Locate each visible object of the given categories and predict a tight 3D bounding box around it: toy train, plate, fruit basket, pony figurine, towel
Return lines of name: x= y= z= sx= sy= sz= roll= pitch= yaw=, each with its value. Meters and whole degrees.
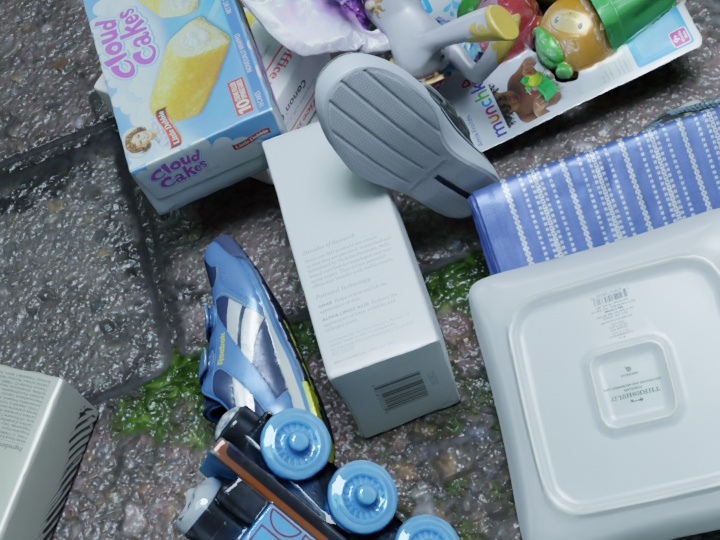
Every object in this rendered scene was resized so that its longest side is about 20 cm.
toy train: x=-0.026 y=0.175 z=0.784 sx=0.200 sy=0.087 sz=0.114 roll=39 pitch=65 yaw=0
plate: x=0.177 y=0.074 z=0.800 sx=0.199 sy=0.032 sz=0.201 roll=-17 pitch=74 yaw=19
fruit basket: x=0.138 y=-0.204 z=0.975 sx=0.199 sy=0.094 sz=0.186 roll=-22 pitch=60 yaw=5
pony figurine: x=0.022 y=-0.194 z=0.927 sx=0.166 sy=0.200 sz=0.194 roll=-26 pitch=82 yaw=-40
towel: x=0.188 y=-0.018 z=0.869 sx=0.199 sy=0.024 sz=0.145 roll=-19 pitch=88 yaw=2

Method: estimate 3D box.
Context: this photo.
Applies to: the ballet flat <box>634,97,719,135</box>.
ballet flat: x=0.274 y=-0.103 z=0.911 sx=0.199 sy=0.074 sz=0.075 roll=-13 pitch=60 yaw=4

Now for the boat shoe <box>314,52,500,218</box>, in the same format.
boat shoe: x=0.025 y=-0.098 z=0.850 sx=0.072 sy=0.200 sz=0.071 roll=-36 pitch=55 yaw=13

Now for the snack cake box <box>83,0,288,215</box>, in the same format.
snack cake box: x=-0.135 y=-0.157 z=0.951 sx=0.115 sy=0.067 sz=0.201 roll=-22 pitch=60 yaw=2

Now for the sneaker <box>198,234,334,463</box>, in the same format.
sneaker: x=-0.086 y=0.062 z=0.898 sx=0.082 sy=0.074 sz=0.201 roll=-25 pitch=59 yaw=2

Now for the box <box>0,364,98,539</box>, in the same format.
box: x=-0.265 y=0.172 z=0.884 sx=0.082 sy=0.068 sz=0.201 roll=10 pitch=66 yaw=19

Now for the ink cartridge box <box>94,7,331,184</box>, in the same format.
ink cartridge box: x=-0.100 y=-0.149 z=1.015 sx=0.199 sy=0.068 sz=0.117 roll=21 pitch=69 yaw=22

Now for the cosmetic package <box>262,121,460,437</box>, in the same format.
cosmetic package: x=0.000 y=0.000 z=0.888 sx=0.081 sy=0.113 sz=0.201 roll=-20 pitch=58 yaw=2
